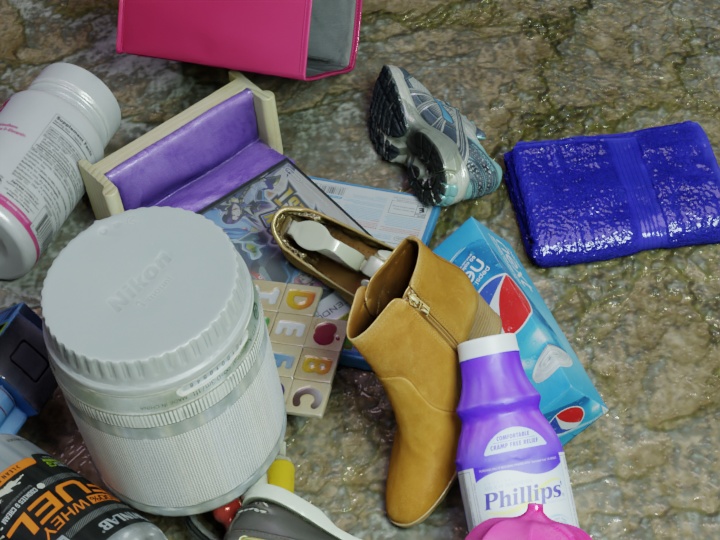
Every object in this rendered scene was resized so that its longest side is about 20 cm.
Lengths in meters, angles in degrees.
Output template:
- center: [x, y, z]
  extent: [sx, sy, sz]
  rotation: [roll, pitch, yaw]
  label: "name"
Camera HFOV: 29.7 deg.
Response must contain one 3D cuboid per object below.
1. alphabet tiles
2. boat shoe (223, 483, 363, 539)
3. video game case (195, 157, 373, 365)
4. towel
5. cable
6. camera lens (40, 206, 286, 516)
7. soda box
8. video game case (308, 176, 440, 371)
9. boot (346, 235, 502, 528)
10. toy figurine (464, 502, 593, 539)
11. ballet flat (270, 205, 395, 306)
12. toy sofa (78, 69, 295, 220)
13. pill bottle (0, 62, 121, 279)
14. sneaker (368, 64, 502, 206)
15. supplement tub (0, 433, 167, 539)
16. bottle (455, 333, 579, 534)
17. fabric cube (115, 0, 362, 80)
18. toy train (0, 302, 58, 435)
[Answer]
- center: [-0.114, 0.071, 1.155]
  extent: [0.197, 0.006, 0.168]
  rotation: [7, 50, 14]
  label: "alphabet tiles"
- center: [-0.009, 0.233, 1.002]
  extent: [0.199, 0.072, 0.061]
  rotation: [27, 49, 7]
  label: "boat shoe"
- center: [-0.082, -0.002, 1.236]
  extent: [0.180, 0.026, 0.200]
  rotation: [-33, 53, -20]
  label: "video game case"
- center: [0.242, -0.078, 1.279]
  extent: [0.197, 0.050, 0.149]
  rotation: [-9, 48, -3]
  label: "towel"
- center: [-0.079, 0.219, 1.048]
  extent: [0.096, 0.051, 0.201]
  rotation: [-8, 46, -17]
  label: "cable"
- center: [-0.143, 0.074, 1.018]
  extent: [0.157, 0.201, 0.162]
  rotation: [-4, 48, 4]
  label: "camera lens"
- center: [0.128, 0.053, 1.151]
  extent: [0.064, 0.068, 0.201]
  rotation: [-41, 48, 16]
  label: "soda box"
- center: [-0.018, -0.002, 1.259]
  extent: [0.141, 0.018, 0.202]
  rotation: [11, 51, 14]
  label: "video game case"
- center: [0.032, 0.086, 1.061]
  extent: [0.070, 0.144, 0.204]
  rotation: [12, 74, 45]
  label: "boot"
- center: [0.121, 0.259, 0.920]
  extent: [0.199, 0.150, 0.185]
  rotation: [-35, 66, 7]
  label: "toy figurine"
- center: [0.000, 0.000, 1.161]
  extent: [0.198, 0.063, 0.069]
  rotation: [25, 81, 29]
  label: "ballet flat"
- center: [-0.163, -0.100, 1.315]
  extent: [0.199, 0.083, 0.097]
  rotation: [-34, 53, -22]
  label: "toy sofa"
- center: [-0.318, -0.100, 1.310]
  extent: [0.112, 0.114, 0.201]
  rotation: [14, 51, 17]
  label: "pill bottle"
- center: [0.072, -0.131, 1.340]
  extent: [0.085, 0.078, 0.201]
  rotation: [-2, 42, -27]
  label: "sneaker"
- center: [-0.226, 0.218, 1.020]
  extent: [0.198, 0.123, 0.123]
  rotation: [26, 56, 25]
  label: "supplement tub"
- center: [0.115, 0.151, 1.026]
  extent: [0.082, 0.065, 0.203]
  rotation: [-8, 80, -8]
  label: "bottle"
- center: [-0.112, -0.305, 1.368]
  extent: [0.196, 0.199, 0.200]
  rotation: [8, 12, 13]
  label: "fabric cube"
- center: [-0.322, 0.120, 1.112]
  extent: [0.114, 0.087, 0.201]
  rotation: [-21, 30, 48]
  label: "toy train"
